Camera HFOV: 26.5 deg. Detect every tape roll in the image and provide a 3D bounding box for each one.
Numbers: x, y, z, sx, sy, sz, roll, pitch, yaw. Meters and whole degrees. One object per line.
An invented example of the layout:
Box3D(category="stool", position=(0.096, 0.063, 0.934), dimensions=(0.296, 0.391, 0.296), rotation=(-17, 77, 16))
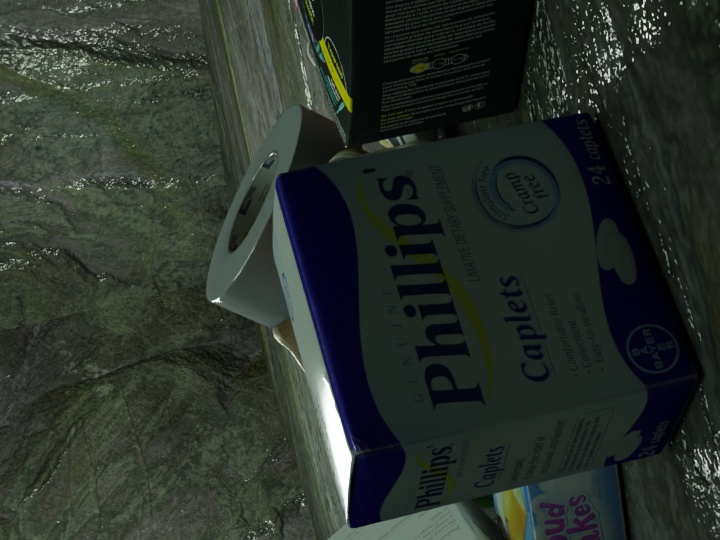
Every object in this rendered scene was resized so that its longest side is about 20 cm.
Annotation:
Box3D(category="tape roll", position=(-0.072, -0.051, 1.422), dimensions=(0.201, 0.066, 0.201), rotation=(-57, 18, 30))

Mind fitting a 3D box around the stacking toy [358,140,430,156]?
Box3D(category="stacking toy", position=(0.043, 0.009, 1.220), dimensions=(0.146, 0.145, 0.201), rotation=(-126, 21, -69))

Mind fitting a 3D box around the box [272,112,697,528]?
Box3D(category="box", position=(0.064, 0.026, 0.889), dimensions=(0.105, 0.199, 0.185), rotation=(94, 161, -61))

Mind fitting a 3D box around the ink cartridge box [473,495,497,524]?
Box3D(category="ink cartridge box", position=(0.066, 0.196, 1.311), dimensions=(0.200, 0.144, 0.084), rotation=(91, 164, -57))

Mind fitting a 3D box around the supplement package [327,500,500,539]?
Box3D(category="supplement package", position=(0.073, 0.259, 1.132), dimensions=(0.117, 0.117, 0.200), rotation=(48, -175, -35))

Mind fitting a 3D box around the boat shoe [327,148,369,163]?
Box3D(category="boat shoe", position=(0.000, 0.000, 1.306), dimensions=(0.073, 0.069, 0.201), rotation=(-6, 110, 39))

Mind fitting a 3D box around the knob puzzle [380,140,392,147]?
Box3D(category="knob puzzle", position=(0.015, -0.206, 1.444), dimensions=(0.220, 0.030, 0.221), rotation=(167, 90, -82))

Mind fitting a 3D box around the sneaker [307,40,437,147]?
Box3D(category="sneaker", position=(0.007, -0.172, 1.318), dimensions=(0.078, 0.079, 0.201), rotation=(35, -146, -53))

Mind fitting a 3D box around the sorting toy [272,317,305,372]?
Box3D(category="sorting toy", position=(-0.005, 0.056, 1.520), dimensions=(0.200, 0.036, 0.186), rotation=(54, -141, -38))

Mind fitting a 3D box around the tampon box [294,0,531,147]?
Box3D(category="tampon box", position=(0.030, -0.208, 1.014), dimensions=(0.200, 0.125, 0.151), rotation=(92, 162, -58))

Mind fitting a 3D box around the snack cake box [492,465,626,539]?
Box3D(category="snack cake box", position=(0.129, 0.121, 1.059), dimensions=(0.115, 0.067, 0.201), rotation=(-132, 30, -71))
